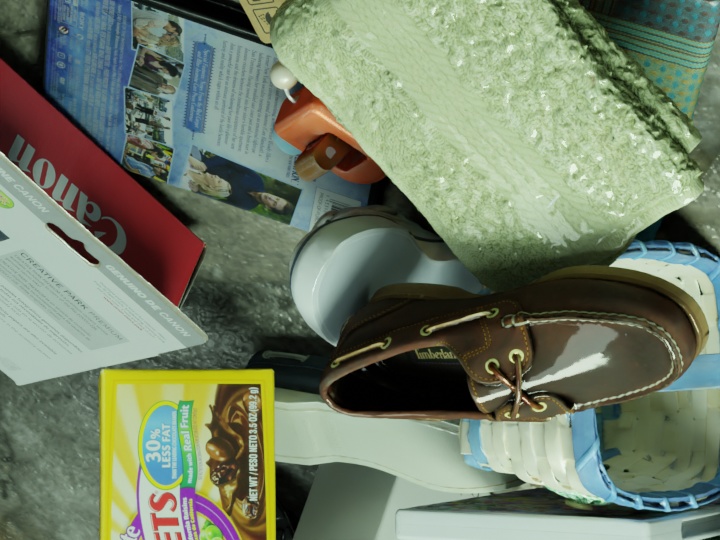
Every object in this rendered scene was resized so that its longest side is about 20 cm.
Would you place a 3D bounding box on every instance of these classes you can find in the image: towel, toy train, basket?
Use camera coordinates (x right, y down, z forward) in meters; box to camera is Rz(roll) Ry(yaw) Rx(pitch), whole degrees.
[{"bbox_3d":[0.098,-0.092,1.426,0.146,0.022,0.201,18,140,6],"label":"towel"},{"bbox_3d":[0.059,-0.081,1.333,0.200,0.036,0.148,48,129,-2],"label":"towel"},{"bbox_3d":[0.045,-0.064,1.403,0.150,0.056,0.200,37,145,-26],"label":"toy train"},{"bbox_3d":[0.162,0.054,1.442,0.199,0.140,0.176,-11,171,41],"label":"basket"}]

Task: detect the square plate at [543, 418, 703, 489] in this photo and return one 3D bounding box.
[{"bbox_3d":[0.197,0.115,1.611,0.199,0.029,0.199,-1,135,26],"label":"square plate"}]

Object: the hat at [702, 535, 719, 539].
[{"bbox_3d":[0.237,0.168,1.540,0.176,0.200,0.166,-45,73,35],"label":"hat"}]

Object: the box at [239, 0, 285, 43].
[{"bbox_3d":[-0.021,-0.198,1.341,0.163,0.021,0.201,-3,131,34],"label":"box"}]

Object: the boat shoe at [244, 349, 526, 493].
[{"bbox_3d":[0.015,0.084,1.633,0.199,0.062,0.075,4,135,26],"label":"boat shoe"}]

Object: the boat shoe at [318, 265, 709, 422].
[{"bbox_3d":[0.070,0.045,1.344,0.199,0.070,0.071,-7,119,38],"label":"boat shoe"}]

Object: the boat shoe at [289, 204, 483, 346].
[{"bbox_3d":[0.000,0.000,1.471,0.065,0.074,0.200,30,-176,22],"label":"boat shoe"}]

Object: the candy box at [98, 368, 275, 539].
[{"bbox_3d":[-0.098,0.156,1.585,0.102,0.201,0.026,-1,169,-4],"label":"candy box"}]

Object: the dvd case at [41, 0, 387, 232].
[{"bbox_3d":[-0.077,-0.090,1.513,0.199,0.018,0.143,19,141,6],"label":"dvd case"}]

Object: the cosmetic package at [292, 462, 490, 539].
[{"bbox_3d":[0.009,0.205,1.668,0.085,0.201,0.108,-18,131,41],"label":"cosmetic package"}]

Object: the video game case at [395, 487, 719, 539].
[{"bbox_3d":[0.124,0.135,1.529,0.142,0.018,0.200,0,179,25],"label":"video game case"}]

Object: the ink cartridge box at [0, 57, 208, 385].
[{"bbox_3d":[-0.189,-0.034,1.556,0.175,0.084,0.200,-11,136,43],"label":"ink cartridge box"}]

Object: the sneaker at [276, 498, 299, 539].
[{"bbox_3d":[-0.043,0.200,1.789,0.076,0.088,0.200,-45,85,7],"label":"sneaker"}]
